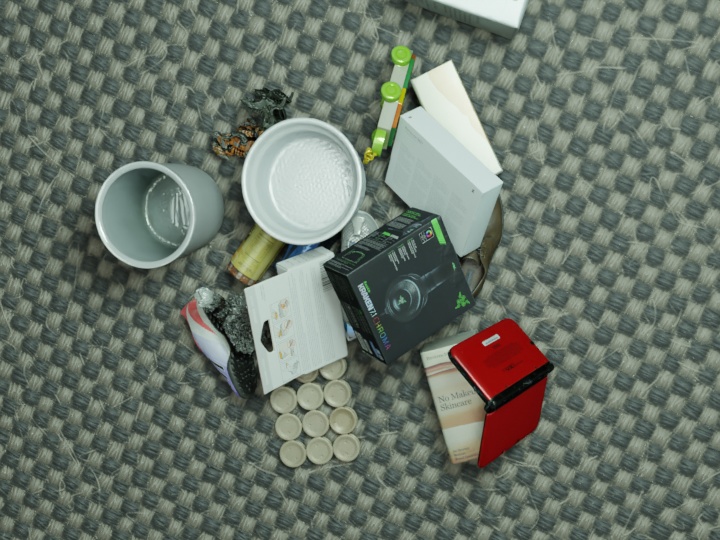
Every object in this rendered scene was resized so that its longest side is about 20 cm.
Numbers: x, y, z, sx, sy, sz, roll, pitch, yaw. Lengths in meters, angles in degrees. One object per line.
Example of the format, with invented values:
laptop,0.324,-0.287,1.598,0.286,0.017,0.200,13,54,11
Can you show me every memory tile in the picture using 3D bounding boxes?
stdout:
memory tile,-0.084,0.248,1.778,0.152,0.017,0.202,-9,95,9

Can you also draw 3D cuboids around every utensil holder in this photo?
utensil holder,-0.329,-0.100,1.679,0.168,0.200,0.172,1,97,9

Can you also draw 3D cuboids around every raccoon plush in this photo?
raccoon plush,-0.173,0.067,1.694,0.133,0.200,0.097,-28,66,11

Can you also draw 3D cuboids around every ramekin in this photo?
ramekin,-0.085,-0.144,1.624,0.199,0.098,0.202,1,93,11

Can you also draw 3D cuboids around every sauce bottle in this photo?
sauce bottle,-0.154,-0.067,1.729,0.066,0.066,0.201,37,98,2

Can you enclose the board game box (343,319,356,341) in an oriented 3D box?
board game box,0.040,0.023,1.724,0.199,0.035,0.127,-26,92,10

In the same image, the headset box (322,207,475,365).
headset box,0.070,0.020,1.590,0.199,0.093,0.175,-32,114,-19

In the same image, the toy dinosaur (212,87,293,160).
toy dinosaur,-0.156,-0.237,1.709,0.198,0.102,0.137,-6,112,-9

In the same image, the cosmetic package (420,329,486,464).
cosmetic package,0.178,0.215,1.701,0.103,0.087,0.202,-17,94,11

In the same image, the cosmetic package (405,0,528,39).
cosmetic package,0.182,-0.485,1.579,0.199,0.166,0.169,20,99,4

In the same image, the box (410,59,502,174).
box,0.160,-0.238,1.649,0.077,0.095,0.201,-25,94,9

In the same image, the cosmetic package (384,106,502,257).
cosmetic package,0.130,-0.143,1.606,0.051,0.151,0.200,-29,61,-28

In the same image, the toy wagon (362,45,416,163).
toy wagon,0.046,-0.258,1.605,0.039,0.155,0.201,15,67,1

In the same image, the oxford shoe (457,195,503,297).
oxford shoe,0.199,-0.043,1.671,0.072,0.084,0.202,10,96,8

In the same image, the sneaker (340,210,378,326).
sneaker,0.000,0.000,1.668,0.074,0.082,0.202,-2,95,9

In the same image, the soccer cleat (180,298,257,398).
soccer cleat,-0.250,0.139,1.772,0.073,0.068,0.201,-22,97,34

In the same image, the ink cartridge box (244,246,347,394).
ink cartridge box,-0.113,0.082,1.663,0.175,0.045,0.202,-22,119,-29

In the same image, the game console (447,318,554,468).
game console,0.223,0.198,1.650,0.173,0.199,0.119,50,128,16

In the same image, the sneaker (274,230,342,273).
sneaker,-0.078,-0.068,1.717,0.078,0.066,0.201,35,93,27
